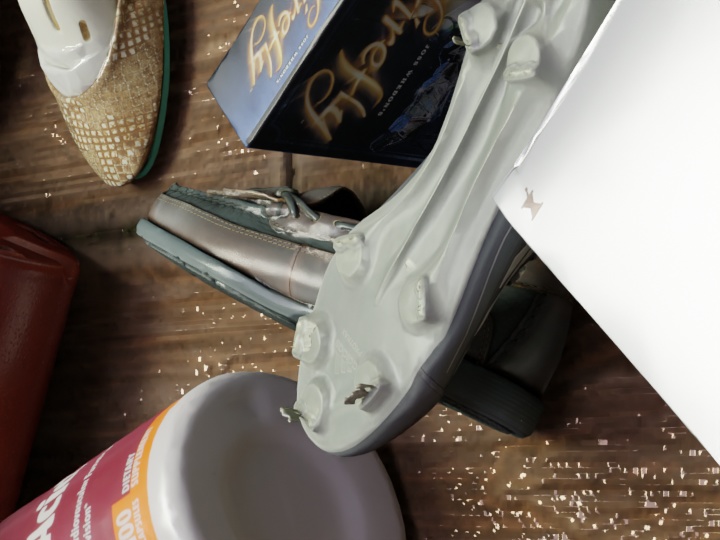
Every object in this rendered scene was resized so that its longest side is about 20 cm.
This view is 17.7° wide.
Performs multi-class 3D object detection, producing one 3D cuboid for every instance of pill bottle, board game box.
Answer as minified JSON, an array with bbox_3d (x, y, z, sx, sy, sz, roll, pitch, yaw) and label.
[{"bbox_3d":[-0.086,0.129,0.900,0.200,0.114,0.114,-36,61,40],"label":"pill bottle"},{"bbox_3d":[0.055,-0.117,0.754,0.200,0.135,0.035,-54,51,30],"label":"board game box"}]

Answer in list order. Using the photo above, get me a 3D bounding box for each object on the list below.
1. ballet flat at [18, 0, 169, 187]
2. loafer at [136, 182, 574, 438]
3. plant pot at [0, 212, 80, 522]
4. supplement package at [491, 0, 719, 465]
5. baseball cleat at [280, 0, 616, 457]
[{"bbox_3d":[-0.119,-0.137,0.999,0.070,0.065,0.200,-3,85,47],"label":"ballet flat"},{"bbox_3d":[0.000,0.000,0.866,0.200,0.072,0.063,26,86,39],"label":"loafer"},{"bbox_3d":[-0.225,0.060,1.017,0.201,0.201,0.196,27,99,46],"label":"plant pot"},{"bbox_3d":[0.160,-0.047,0.650,0.156,0.111,0.200,52,123,37],"label":"supplement package"},{"bbox_3d":[0.054,-0.017,0.765,0.070,0.106,0.200,53,123,41],"label":"baseball cleat"}]
